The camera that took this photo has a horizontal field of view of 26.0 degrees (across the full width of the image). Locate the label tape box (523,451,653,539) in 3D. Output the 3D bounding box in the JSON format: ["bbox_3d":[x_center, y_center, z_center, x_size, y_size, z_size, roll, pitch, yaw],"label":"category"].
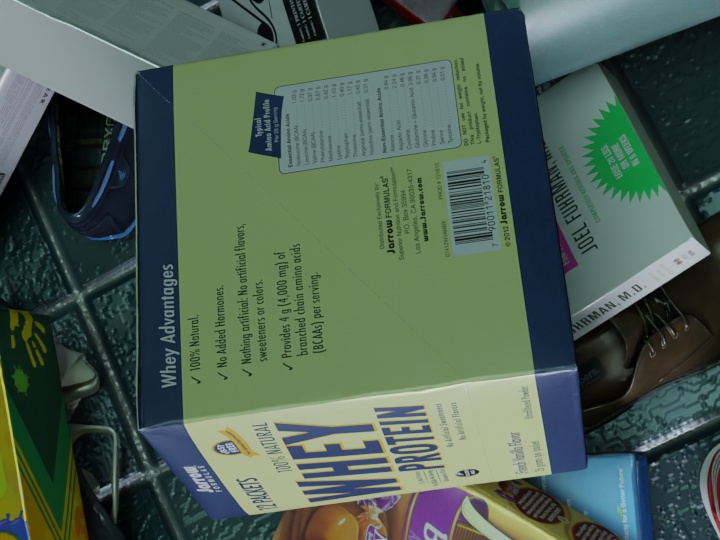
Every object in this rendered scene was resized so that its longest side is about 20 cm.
[{"bbox_3d":[0.071,0.182,0.908,0.199,0.063,0.145,-6,85,16],"label":"label tape box"}]

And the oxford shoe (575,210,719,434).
[{"bbox_3d":[0.172,0.029,0.881,0.200,0.084,0.073,-41,75,8],"label":"oxford shoe"}]

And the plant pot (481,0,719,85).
[{"bbox_3d":[0.146,-0.206,0.835,0.195,0.200,0.201,-24,79,6],"label":"plant pot"}]

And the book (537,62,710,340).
[{"bbox_3d":[0.084,-0.009,0.887,0.200,0.048,0.134,-35,53,19],"label":"book"}]

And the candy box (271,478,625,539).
[{"bbox_3d":[0.054,0.164,0.841,0.199,0.056,0.117,28,106,13],"label":"candy box"}]

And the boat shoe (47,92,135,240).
[{"bbox_3d":[-0.162,-0.122,0.997,0.084,0.069,0.201,-8,83,15],"label":"boat shoe"}]

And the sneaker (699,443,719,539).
[{"bbox_3d":[0.237,0.184,0.832,0.078,0.115,0.200,-33,77,11],"label":"sneaker"}]

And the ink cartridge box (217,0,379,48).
[{"bbox_3d":[-0.033,-0.138,0.936,0.094,0.044,0.201,-19,89,52],"label":"ink cartridge box"}]

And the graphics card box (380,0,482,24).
[{"bbox_3d":[0.063,-0.253,0.952,0.125,0.051,0.200,40,96,16],"label":"graphics card box"}]

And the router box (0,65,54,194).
[{"bbox_3d":[-0.296,-0.109,1.008,0.179,0.049,0.200,42,113,24],"label":"router box"}]

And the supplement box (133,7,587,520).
[{"bbox_3d":[0.000,0.000,0.785,0.199,0.134,0.201,-8,62,6],"label":"supplement box"}]

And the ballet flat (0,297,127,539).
[{"bbox_3d":[-0.193,0.099,0.996,0.073,0.073,0.201,-23,74,13],"label":"ballet flat"}]

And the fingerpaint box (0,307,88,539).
[{"bbox_3d":[-0.273,0.127,0.941,0.199,0.073,0.168,-16,79,17],"label":"fingerpaint box"}]

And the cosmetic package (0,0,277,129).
[{"bbox_3d":[-0.156,-0.138,0.907,0.199,0.083,0.051,26,128,4],"label":"cosmetic package"}]
